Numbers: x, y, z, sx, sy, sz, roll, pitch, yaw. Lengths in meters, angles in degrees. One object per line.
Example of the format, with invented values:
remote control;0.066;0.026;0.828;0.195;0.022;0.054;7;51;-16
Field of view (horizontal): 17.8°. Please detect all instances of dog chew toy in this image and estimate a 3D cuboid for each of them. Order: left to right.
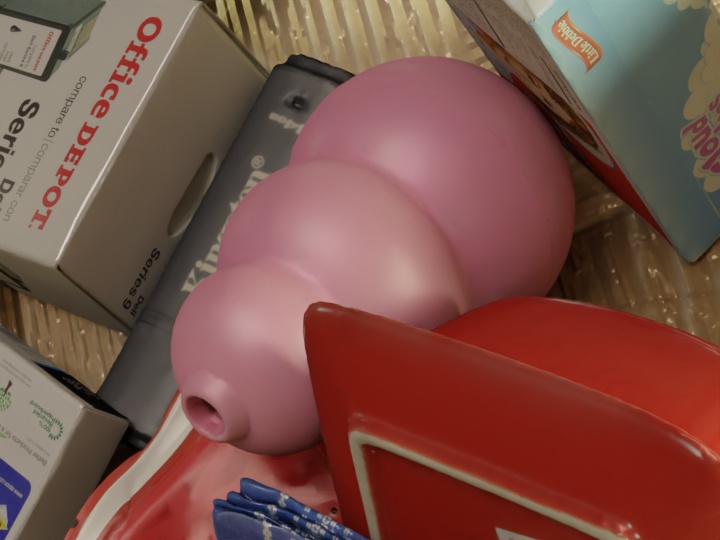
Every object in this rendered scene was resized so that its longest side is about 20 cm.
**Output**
dog chew toy;0.000;0.000;0.932;0.124;0.125;0.200;19;46;33

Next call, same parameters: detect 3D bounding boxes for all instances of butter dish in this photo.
butter dish;0.098;0.086;0.857;0.199;0.201;0.148;20;44;40

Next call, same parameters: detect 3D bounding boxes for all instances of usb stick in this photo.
usb stick;-0.060;-0.006;1.051;0.055;0.033;0.201;20;76;34

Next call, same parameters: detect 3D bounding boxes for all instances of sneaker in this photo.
sneaker;-0.049;0.117;0.958;0.115;0.078;0.201;20;77;34

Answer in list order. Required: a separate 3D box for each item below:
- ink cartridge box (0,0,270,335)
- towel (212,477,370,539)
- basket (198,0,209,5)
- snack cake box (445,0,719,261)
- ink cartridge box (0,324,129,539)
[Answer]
ink cartridge box;-0.162;-0.073;1.104;0.199;0.084;0.147;18;74;33
towel;0.024;0.172;0.862;0.199;0.145;0.024;25;44;34
basket;-0.090;-0.233;1.101;0.136;0.180;0.201;16;79;46
snack cake box;0.090;-0.099;0.917;0.067;0.200;0.115;-45;55;-1
ink cartridge box;-0.189;0.128;1.033;0.099;0.039;0.201;32;94;36
